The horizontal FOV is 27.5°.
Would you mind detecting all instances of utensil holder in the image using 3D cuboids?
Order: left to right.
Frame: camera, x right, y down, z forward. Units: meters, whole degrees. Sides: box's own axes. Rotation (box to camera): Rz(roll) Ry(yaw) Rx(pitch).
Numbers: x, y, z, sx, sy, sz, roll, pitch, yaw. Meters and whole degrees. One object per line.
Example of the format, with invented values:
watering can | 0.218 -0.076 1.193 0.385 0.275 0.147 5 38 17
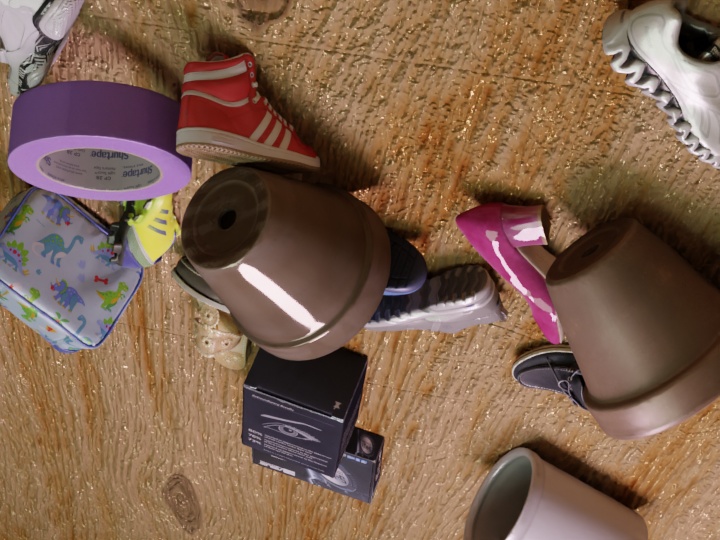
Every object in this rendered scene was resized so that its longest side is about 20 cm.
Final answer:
utensil holder | 0.269 0.363 2.018 0.199 0.170 0.170 29 150 -14

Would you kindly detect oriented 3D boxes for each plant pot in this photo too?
plant pot | -0.094 -0.023 1.572 0.199 0.201 0.173 1 160 33
plant pot | 0.285 0.044 1.506 0.200 0.200 0.175 -21 110 50

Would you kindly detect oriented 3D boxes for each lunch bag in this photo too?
lunch bag | -0.386 -0.003 1.883 0.200 0.161 0.082 40 151 -25

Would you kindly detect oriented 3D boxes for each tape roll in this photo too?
tape roll | -0.284 -0.139 1.615 0.199 0.066 0.200 1 164 0

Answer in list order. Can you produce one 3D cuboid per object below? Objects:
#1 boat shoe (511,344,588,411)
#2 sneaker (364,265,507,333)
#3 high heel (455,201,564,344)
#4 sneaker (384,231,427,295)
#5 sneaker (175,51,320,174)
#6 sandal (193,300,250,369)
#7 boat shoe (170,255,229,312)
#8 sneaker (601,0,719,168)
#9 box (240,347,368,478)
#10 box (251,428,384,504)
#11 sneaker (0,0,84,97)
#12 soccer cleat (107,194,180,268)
boat shoe | 0.267 0.132 1.756 0.199 0.062 0.075 2 146 34
sneaker | 0.081 0.052 1.735 0.199 0.075 0.082 -7 138 40
high heel | 0.169 0.007 1.604 0.096 0.068 0.200 -2 138 20
sneaker | 0.000 0.000 1.717 0.199 0.074 0.082 9 150 37
sneaker | -0.113 -0.165 1.545 0.071 0.113 0.200 -6 169 37
sandal | -0.191 0.095 1.995 0.077 0.070 0.212 15 149 12
boat shoe | -0.148 0.026 1.865 0.201 0.072 0.060 27 111 16
sneaker | 0.297 -0.159 1.264 0.200 0.075 0.081 38 138 -25
box | -0.079 0.182 2.025 0.147 0.105 0.200 20 150 5
box | -0.067 0.273 2.222 0.199 0.044 0.160 18 149 7
sneaker | -0.363 -0.265 1.535 0.115 0.075 0.200 30 145 -10
soccer cleat | -0.255 -0.065 1.811 0.083 0.065 0.200 1 153 -23
